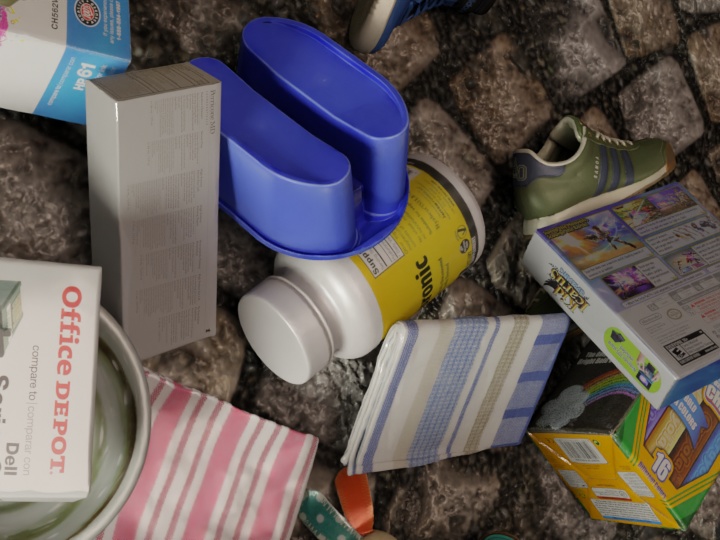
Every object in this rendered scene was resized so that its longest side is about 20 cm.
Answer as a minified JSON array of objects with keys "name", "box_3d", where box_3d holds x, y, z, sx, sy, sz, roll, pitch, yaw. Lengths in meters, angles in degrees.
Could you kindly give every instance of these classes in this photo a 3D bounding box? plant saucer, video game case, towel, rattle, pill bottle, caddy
[{"name":"plant saucer","box_3d":[-0.243,0.102,0.756,0.197,0.050,0.203,5,77,-20]},{"name":"video game case","box_3d":[0.272,0.014,0.988,0.198,0.046,0.182,-18,54,-33]},{"name":"towel","box_3d":[-0.130,0.164,0.843,0.198,0.030,0.148,26,71,-26]},{"name":"rattle","box_3d":[0.018,0.263,0.867,0.128,0.143,0.203,3,88,-13]},{"name":"pill bottle","box_3d":[0.000,0.000,0.900,0.199,0.111,0.112,-37,104,-29]},{"name":"towel","box_3d":[0.083,0.099,0.939,0.198,0.024,0.148,-2,122,-37]},{"name":"caddy","box_3d":[-0.051,-0.095,0.850,0.199,0.106,0.141,39,59,21]}]

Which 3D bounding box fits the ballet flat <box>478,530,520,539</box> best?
[{"name":"ballet flat","box_3d":[0.099,0.323,0.951,0.073,0.067,0.202,67,37,-63]}]

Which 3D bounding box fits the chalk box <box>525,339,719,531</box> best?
[{"name":"chalk box","box_3d":[0.275,0.123,1.052,0.200,0.124,0.124,-47,108,-26]}]

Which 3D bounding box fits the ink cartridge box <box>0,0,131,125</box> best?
[{"name":"ink cartridge box","box_3d":[-0.262,-0.196,0.752,0.198,0.085,0.146,8,61,-30]}]

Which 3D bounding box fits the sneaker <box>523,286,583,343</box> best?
[{"name":"sneaker","box_3d":[0.193,0.016,1.056,0.198,0.067,0.091,-23,79,-25]}]

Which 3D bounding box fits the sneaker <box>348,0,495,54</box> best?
[{"name":"sneaker","box_3d":[0.071,-0.253,0.996,0.110,0.077,0.202,32,61,-15]}]

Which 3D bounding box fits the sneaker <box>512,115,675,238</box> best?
[{"name":"sneaker","box_3d":[0.221,-0.108,1.070,0.199,0.067,0.091,-28,104,-29]}]

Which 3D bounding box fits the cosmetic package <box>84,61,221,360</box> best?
[{"name":"cosmetic package","box_3d":[-0.145,-0.038,0.789,0.082,0.050,0.203,-16,125,-35]}]

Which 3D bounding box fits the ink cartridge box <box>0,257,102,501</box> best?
[{"name":"ink cartridge box","box_3d":[-0.262,0.065,0.684,0.197,0.084,0.148,5,76,-20]}]
